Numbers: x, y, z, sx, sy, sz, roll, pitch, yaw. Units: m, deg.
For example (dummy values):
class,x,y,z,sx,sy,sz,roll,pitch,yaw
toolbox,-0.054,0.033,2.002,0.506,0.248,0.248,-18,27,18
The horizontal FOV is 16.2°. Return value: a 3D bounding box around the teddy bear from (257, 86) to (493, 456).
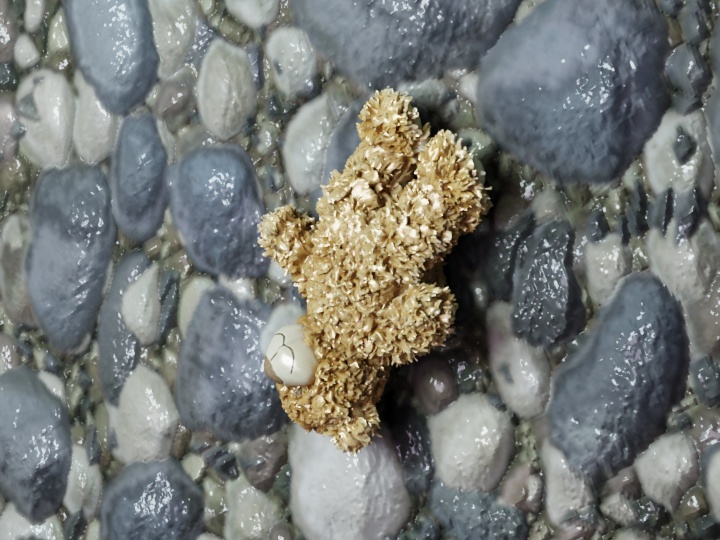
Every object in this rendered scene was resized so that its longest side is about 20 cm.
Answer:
class,x,y,z,sx,sy,sz,roll,pitch,yaw
teddy bear,0.000,0.000,1.374,0.200,0.067,0.145,-50,64,29
